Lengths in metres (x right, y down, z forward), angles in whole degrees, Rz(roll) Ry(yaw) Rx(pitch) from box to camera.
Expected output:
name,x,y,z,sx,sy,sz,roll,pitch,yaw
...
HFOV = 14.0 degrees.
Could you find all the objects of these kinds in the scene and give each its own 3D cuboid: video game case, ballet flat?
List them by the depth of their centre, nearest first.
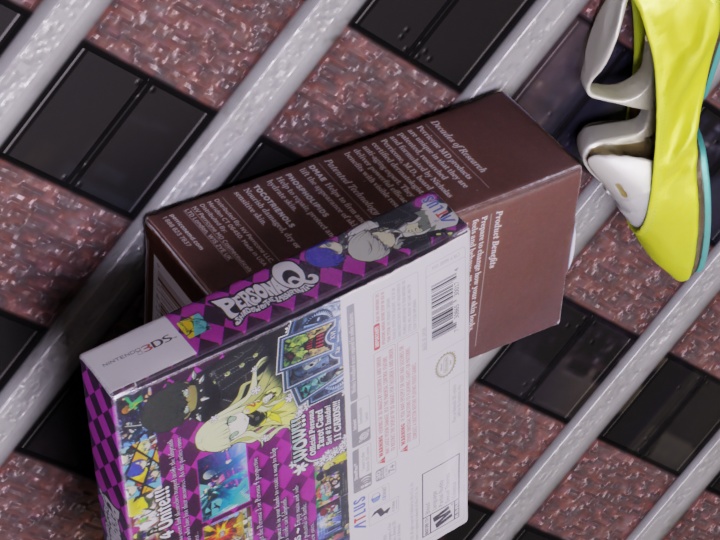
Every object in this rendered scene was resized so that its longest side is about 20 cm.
name,x,y,z,sx,sy,sz,roll,pitch,yaw
video game case,-0.032,0.078,1.315,0.181,0.036,0.201,-26,140,-21
ballet flat,0.139,-0.078,1.424,0.067,0.067,0.201,-6,130,-10

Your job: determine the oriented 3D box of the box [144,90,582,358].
name,x,y,z,sx,sy,sz,roll,pitch,yaw
box,0.000,0.000,1.358,0.199,0.075,0.100,-19,136,-26
